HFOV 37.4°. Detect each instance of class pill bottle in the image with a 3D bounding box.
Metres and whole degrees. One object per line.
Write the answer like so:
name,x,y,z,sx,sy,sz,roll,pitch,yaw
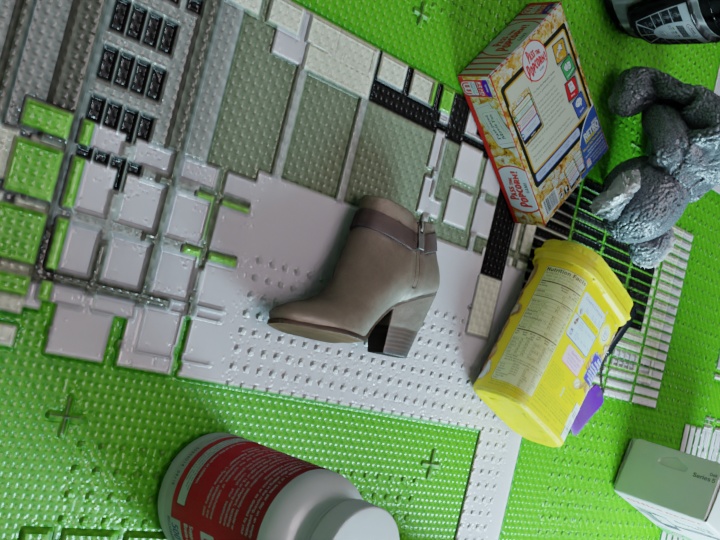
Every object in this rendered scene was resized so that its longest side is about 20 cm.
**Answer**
pill bottle,-0.068,0.209,0.879,0.112,0.200,0.113,-10,104,-44

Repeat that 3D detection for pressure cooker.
pressure cooker,0.407,-0.364,1.261,0.176,0.200,0.179,-33,120,-38

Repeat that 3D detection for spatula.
spatula,0.320,0.122,1.387,0.200,0.021,0.057,-61,145,-22

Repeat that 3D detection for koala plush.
koala plush,0.366,-0.114,1.301,0.200,0.184,0.177,-52,133,-8

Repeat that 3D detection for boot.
boot,0.000,0.000,1.016,0.200,0.070,0.147,18,78,-47

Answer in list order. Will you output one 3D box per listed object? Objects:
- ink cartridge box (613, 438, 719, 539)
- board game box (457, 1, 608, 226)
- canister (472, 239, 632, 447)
ink cartridge box,0.465,0.322,1.484,0.200,0.145,0.084,39,71,-42
board game box,0.199,-0.175,1.193,0.152,0.046,0.200,-46,127,-29
canister,0.225,0.087,1.240,0.149,0.086,0.200,45,67,-40
